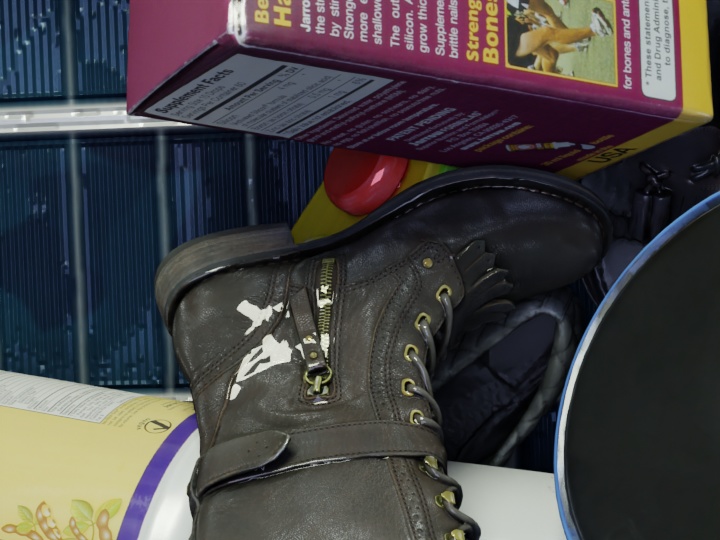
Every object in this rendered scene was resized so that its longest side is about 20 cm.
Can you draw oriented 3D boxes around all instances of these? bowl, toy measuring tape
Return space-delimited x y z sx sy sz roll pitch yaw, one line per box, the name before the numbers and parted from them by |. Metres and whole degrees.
bowl | 0.154 0.051 0.652 0.201 0.039 0.201 -23 52 31
toy measuring tape | 0.000 0.000 0.794 0.074 0.074 0.200 34 95 6

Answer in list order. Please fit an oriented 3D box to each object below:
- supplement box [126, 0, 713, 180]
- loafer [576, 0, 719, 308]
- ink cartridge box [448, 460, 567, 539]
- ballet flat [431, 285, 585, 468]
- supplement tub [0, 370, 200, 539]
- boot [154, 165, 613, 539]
supplement box | 0.022 -0.115 0.712 0.200 0.103 0.131 8 75 -27
loafer | 0.124 -0.074 0.777 0.072 0.063 0.200 10 94 8
ink cartridge box | 0.080 0.162 0.761 0.200 0.084 0.145 7 104 -2
ballet flat | 0.024 0.084 0.805 0.066 0.057 0.200 34 98 6
supplement tub | -0.133 0.116 0.777 0.200 0.145 0.145 7 94 21
boot | 0.017 0.052 0.697 0.200 0.174 0.069 -13 135 -4
